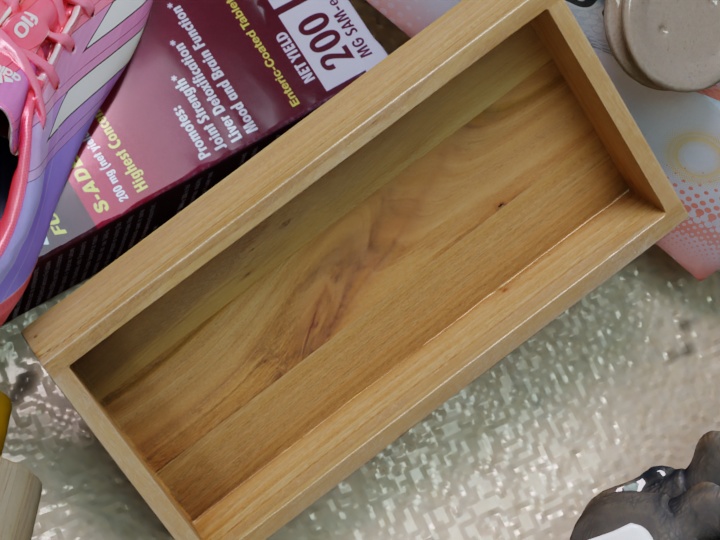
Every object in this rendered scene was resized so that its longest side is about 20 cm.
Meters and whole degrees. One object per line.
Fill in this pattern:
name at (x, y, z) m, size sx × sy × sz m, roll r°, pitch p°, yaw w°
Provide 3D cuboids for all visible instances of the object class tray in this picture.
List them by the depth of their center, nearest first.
tray at (0.000, 0.000, 0.783) m, size 0.200 × 0.037 × 0.099 m, roll -37°, pitch 117°, yaw -5°

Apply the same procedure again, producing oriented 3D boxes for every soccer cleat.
soccer cleat at (-0.106, -0.066, 0.741) m, size 0.067 × 0.076 × 0.201 m, roll 20°, pitch 70°, yaw -6°

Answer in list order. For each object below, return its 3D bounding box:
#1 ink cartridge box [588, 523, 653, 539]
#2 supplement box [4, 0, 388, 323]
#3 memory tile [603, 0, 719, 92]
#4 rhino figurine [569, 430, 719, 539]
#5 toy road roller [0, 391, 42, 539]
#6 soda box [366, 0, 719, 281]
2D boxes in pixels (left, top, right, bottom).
ink cartridge box at (0.070, 0.185, 0.739) m, size 0.117 × 0.067 × 0.201 m, roll -19°, pitch 87°, yaw 8°
supplement box at (-0.103, -0.058, 0.813) m, size 0.200 × 0.061 × 0.109 m, roll -31°, pitch 82°, yaw -19°
memory tile at (0.136, -0.166, 0.786) m, size 0.200 × 0.017 × 0.154 m, roll -38°, pitch 110°, yaw -17°
rhino figurine at (0.127, 0.154, 0.793) m, size 0.060 × 0.087 × 0.201 m, roll 1°, pitch 67°, yaw -59°
toy road roller at (-0.195, 0.071, 0.706) m, size 0.199 × 0.146 × 0.123 m, roll 13°, pitch 71°, yaw -9°
soda box at (0.075, -0.089, 0.829) m, size 0.200 × 0.068 × 0.064 m, roll 38°, pitch 46°, yaw -13°
